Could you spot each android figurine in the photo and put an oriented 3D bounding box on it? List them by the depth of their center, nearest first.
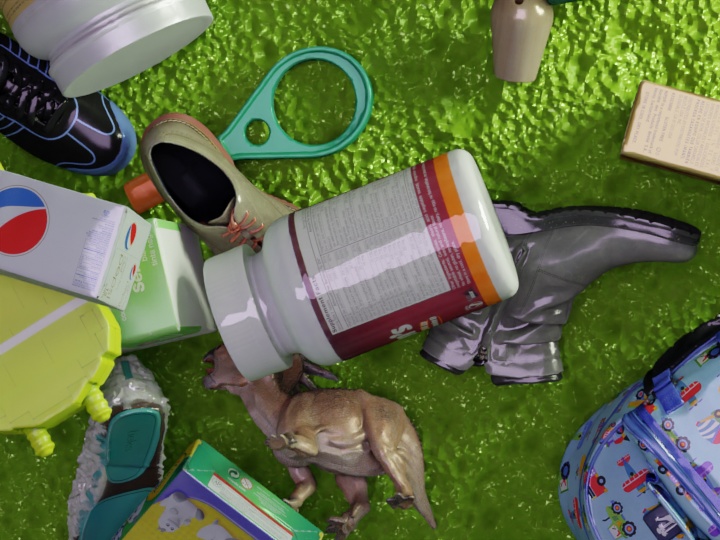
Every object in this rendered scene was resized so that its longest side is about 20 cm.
[{"bbox_3d":[-0.238,0.026,1.455,0.181,0.041,0.201,-33,80,3],"label":"android figurine"}]

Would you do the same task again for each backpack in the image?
[{"bbox_3d":[0.238,0.149,1.505,0.199,0.135,0.183,-35,86,8],"label":"backpack"}]

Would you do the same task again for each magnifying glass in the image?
[{"bbox_3d":[-0.083,-0.098,1.595,0.199,0.022,0.080,-27,88,4],"label":"magnifying glass"}]

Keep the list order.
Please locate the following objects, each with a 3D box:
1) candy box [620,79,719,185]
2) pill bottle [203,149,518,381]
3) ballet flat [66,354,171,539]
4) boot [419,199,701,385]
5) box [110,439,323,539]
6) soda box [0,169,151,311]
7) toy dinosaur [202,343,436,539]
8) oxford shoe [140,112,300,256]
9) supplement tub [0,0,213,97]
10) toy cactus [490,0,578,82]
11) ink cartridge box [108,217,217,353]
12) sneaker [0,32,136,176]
[{"bbox_3d":[0.283,-0.080,1.505,0.199,0.117,0.057,17,93,5],"label":"candy box"},{"bbox_3d":[0.000,0.000,1.489,0.199,0.110,0.110,-21,88,8],"label":"pill bottle"},{"bbox_3d":[-0.175,0.137,1.561,0.071,0.072,0.201,24,132,6],"label":"ballet flat"},{"bbox_3d":[0.144,0.018,1.554,0.198,0.068,0.132,4,96,14],"label":"boot"},{"bbox_3d":[-0.131,0.226,1.551,0.117,0.048,0.200,37,121,-6],"label":"box"},{"bbox_3d":[-0.243,-0.033,1.410,0.199,0.068,0.064,17,85,11],"label":"soda box"},{"bbox_3d":[-0.015,0.110,1.564,0.199,0.136,0.086,24,136,-15],"label":"toy dinosaur"},{"bbox_3d":[-0.085,-0.028,1.558,0.200,0.075,0.071,40,101,-8],"label":"oxford shoe"},{"bbox_3d":[-0.204,-0.241,1.543,0.145,0.145,0.201,-28,88,6],"label":"supplement tub"},{"bbox_3d":[0.118,-0.221,1.547,0.198,0.102,0.166,8,110,4],"label":"toy cactus"},{"bbox_3d":[-0.217,0.026,1.547,0.199,0.145,0.085,-13,87,6],"label":"ink cartridge box"},{"bbox_3d":[-0.259,-0.133,1.584,0.199,0.078,0.070,30,94,6],"label":"sneaker"}]
